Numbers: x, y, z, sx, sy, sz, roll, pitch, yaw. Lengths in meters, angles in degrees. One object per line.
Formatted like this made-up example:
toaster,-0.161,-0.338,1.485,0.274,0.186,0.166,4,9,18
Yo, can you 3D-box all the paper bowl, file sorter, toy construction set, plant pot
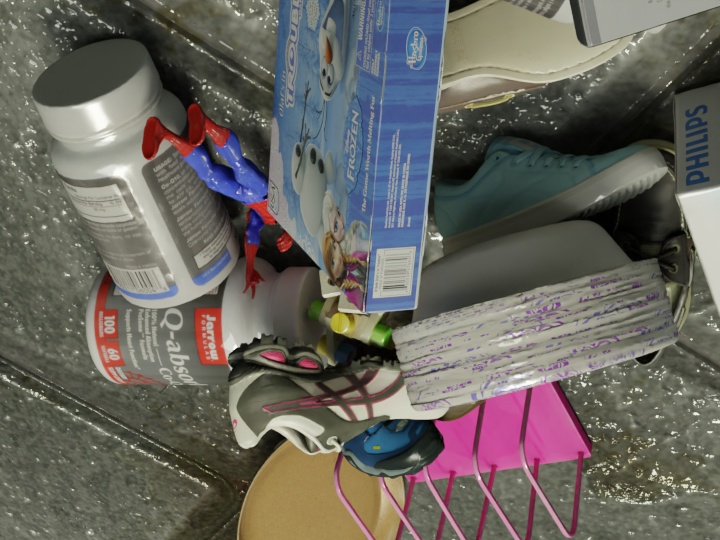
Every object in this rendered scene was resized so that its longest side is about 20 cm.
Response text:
paper bowl,0.121,0.029,0.847,0.200,0.200,0.105,-19,83,31
file sorter,0.095,0.183,1.093,0.200,0.126,0.139,-14,126,27
toy construction set,0.000,0.000,0.932,0.092,0.131,0.200,26,167,8
plant pot,-0.042,0.247,1.170,0.027,0.200,0.200,13,147,54

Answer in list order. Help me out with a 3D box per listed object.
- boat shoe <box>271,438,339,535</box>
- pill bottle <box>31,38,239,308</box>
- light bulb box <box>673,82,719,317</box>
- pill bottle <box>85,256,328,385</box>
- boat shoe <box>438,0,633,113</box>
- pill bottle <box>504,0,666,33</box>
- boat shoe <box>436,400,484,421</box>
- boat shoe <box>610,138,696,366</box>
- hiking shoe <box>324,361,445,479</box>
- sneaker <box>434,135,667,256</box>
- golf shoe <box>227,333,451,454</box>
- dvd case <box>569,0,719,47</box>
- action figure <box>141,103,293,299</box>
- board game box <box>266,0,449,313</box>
boat shoe,-0.052,0.250,1.247,0.086,0.075,0.202,-8,136,36
pill bottle,-0.181,-0.077,0.943,0.113,0.114,0.200,-3,130,19
light bulb box,0.342,-0.039,0.812,0.200,0.125,0.198,-13,127,25
pill bottle,-0.133,0.045,1.040,0.199,0.116,0.116,-2,131,18
boat shoe,0.093,-0.152,0.827,0.199,0.072,0.060,-12,170,12
pill bottle,0.108,-0.221,0.723,0.200,0.111,0.111,21,134,-3
boat shoe,0.126,0.053,1.004,0.200,0.066,0.074,-33,115,25
boat shoe,0.232,-0.007,0.915,0.072,0.066,0.201,4,132,17
hiking shoe,-0.008,0.121,1.049,0.200,0.074,0.087,21,146,48
sneaker,0.130,-0.069,0.877,0.200,0.074,0.082,-21,87,37
golf shoe,-0.016,0.112,0.949,0.199,0.088,0.077,10,160,-22
dvd case,0.204,-0.228,0.659,0.199,0.025,0.151,-18,112,-4
action figure,-0.092,-0.045,0.919,0.065,0.099,0.200,-11,160,25
board game box,-0.010,-0.102,0.775,0.043,0.199,0.201,-4,113,-21
